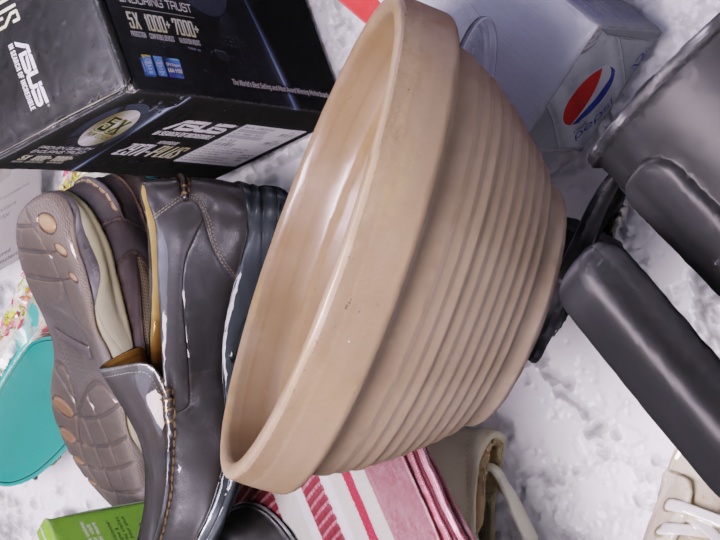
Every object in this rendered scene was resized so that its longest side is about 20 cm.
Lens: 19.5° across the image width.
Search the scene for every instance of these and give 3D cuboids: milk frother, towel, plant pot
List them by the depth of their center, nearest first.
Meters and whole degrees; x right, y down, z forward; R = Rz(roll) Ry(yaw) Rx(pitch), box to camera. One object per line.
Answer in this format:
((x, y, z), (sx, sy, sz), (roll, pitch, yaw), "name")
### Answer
((0.020, 0.001, 0.826), (0.092, 0.201, 0.201), (20, 107, -9), "plant pot")
((0.171, 0.011, 0.844), (0.180, 0.200, 0.188), (-41, 81, -5), "milk frother")
((-0.003, 0.136, 0.961), (0.144, 0.023, 0.200), (67, 149, 18), "towel")

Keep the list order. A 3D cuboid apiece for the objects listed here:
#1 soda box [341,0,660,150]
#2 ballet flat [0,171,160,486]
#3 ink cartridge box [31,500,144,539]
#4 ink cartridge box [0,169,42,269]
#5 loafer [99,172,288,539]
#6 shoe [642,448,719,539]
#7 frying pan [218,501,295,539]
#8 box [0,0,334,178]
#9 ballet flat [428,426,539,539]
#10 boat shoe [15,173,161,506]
((0.033, -0.138, 0.942), (0.200, 0.063, 0.068), (43, 114, 23), "soda box")
((-0.150, 0.018, 1.086), (0.200, 0.075, 0.064), (-61, 33, 15), "ballet flat")
((-0.134, 0.232, 1.033), (0.200, 0.076, 0.148), (-54, 54, 38), "ink cartridge box")
((-0.237, -0.107, 1.071), (0.145, 0.085, 0.200), (31, 132, 27), "ink cartridge box")
((-0.087, 0.053, 0.972), (0.073, 0.072, 0.201), (178, 104, -73), "loafer")
((0.152, 0.147, 0.897), (0.070, 0.053, 0.201), (10, 98, 32), "shoe")
((-0.052, 0.204, 1.027), (0.115, 0.031, 0.191), (34, 127, 51), "frying pan")
((-0.110, -0.133, 0.958), (0.086, 0.200, 0.164), (-24, 79, 25), "box")
((0.059, 0.166, 0.957), (0.069, 0.069, 0.201), (-13, 85, 32), "ballet flat")
((-0.109, 0.040, 1.030), (0.074, 0.073, 0.200), (32, 140, 39), "boat shoe")
